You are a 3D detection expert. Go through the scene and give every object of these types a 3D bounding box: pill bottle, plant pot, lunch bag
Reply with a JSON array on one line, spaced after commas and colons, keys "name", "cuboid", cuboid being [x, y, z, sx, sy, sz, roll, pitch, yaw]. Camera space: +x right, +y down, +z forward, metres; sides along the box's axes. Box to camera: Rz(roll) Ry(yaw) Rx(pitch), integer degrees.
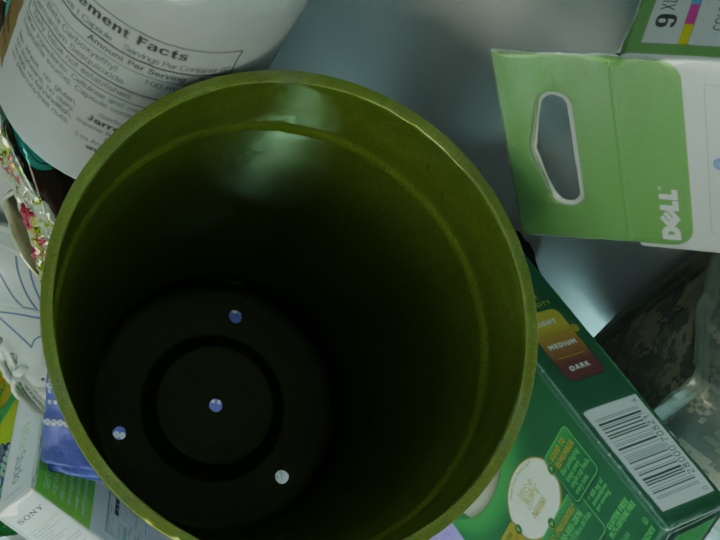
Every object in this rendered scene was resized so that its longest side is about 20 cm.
[{"name": "pill bottle", "cuboid": [-0.076, -0.130, 0.612, 0.114, 0.115, 0.200, 31, 141, -7]}, {"name": "plant pot", "cuboid": [-0.050, 0.042, 0.663, 0.199, 0.202, 0.193, 30, 158, -7]}, {"name": "lunch bag", "cuboid": [0.174, 0.104, 0.744, 0.163, 0.118, 0.200, 32, 136, -10]}]

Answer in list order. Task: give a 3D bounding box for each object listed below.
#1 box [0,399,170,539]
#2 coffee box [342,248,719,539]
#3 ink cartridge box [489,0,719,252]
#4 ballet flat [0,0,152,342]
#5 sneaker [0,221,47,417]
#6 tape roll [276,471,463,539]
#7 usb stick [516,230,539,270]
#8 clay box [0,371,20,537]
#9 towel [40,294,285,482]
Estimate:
[{"name": "box", "cuboid": [-0.137, 0.152, 0.936, 0.036, 0.145, 0.200, -36, 118, 17]}, {"name": "coffee box", "cuboid": [0.072, 0.071, 0.684, 0.200, 0.044, 0.124, 52, 141, 31]}, {"name": "ink cartridge box", "cuboid": [0.161, -0.062, 0.608, 0.198, 0.060, 0.104, 6, 137, 22]}, {"name": "ballet flat", "cuboid": [-0.162, -0.051, 0.748, 0.063, 0.076, 0.202, -4, 110, 31]}, {"name": "sneaker", "cuboid": [-0.191, 0.036, 0.885, 0.198, 0.088, 0.075, 23, 148, 5]}, {"name": "tape roll", "cuboid": [-0.001, 0.143, 0.892, 0.198, 0.066, 0.201, 18, 133, 21]}, {"name": "usb stick", "cuboid": [0.000, 0.000, 0.785, 0.198, 0.033, 0.056, 3, 135, 26]}, {"name": "clay box", "cuboid": [-0.289, 0.122, 1.013, 0.198, 0.115, 0.048, -4, 133, 31]}, {"name": "towel", "cuboid": [-0.110, 0.029, 0.806, 0.143, 0.024, 0.202, 10, 108, 17]}]
